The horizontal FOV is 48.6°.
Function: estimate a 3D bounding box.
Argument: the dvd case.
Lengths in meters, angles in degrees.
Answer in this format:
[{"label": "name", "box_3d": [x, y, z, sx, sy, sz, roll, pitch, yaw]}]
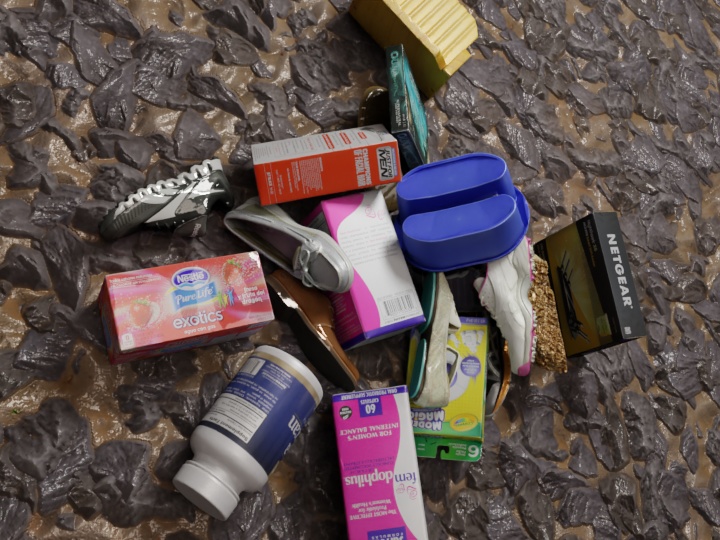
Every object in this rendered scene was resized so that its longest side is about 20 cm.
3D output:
[{"label": "dvd case", "box_3d": [0.147, -0.013, 1.191, 0.197, 0.016, 0.151, -2, 85, 3]}]

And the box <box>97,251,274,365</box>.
[{"label": "box", "box_3d": [-0.224, 0.048, 1.020, 0.198, 0.103, 0.096, -10, 78, -26]}]

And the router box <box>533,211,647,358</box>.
[{"label": "router box", "box_3d": [0.361, 0.027, 1.273, 0.052, 0.157, 0.203, -2, 74, -26]}]

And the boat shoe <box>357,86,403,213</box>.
[{"label": "boat shoe", "box_3d": [0.025, -0.182, 1.233, 0.073, 0.066, 0.203, 1, 77, -16]}]

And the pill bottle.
[{"label": "pill bottle", "box_3d": [-0.143, 0.204, 1.002, 0.111, 0.111, 0.201, 40, 62, -8]}]

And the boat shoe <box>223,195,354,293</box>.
[{"label": "boat shoe", "box_3d": [-0.097, -0.029, 1.086, 0.201, 0.075, 0.065, 37, 41, 18]}]

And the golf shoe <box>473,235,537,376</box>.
[{"label": "golf shoe", "box_3d": [0.209, 0.050, 1.145, 0.090, 0.075, 0.203, -3, 78, 11]}]

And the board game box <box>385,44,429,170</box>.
[{"label": "board game box", "box_3d": [0.076, -0.230, 1.213, 0.028, 0.200, 0.137, -7, 74, 13]}]

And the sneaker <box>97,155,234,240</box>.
[{"label": "sneaker", "box_3d": [-0.250, -0.077, 1.068, 0.199, 0.066, 0.091, -32, 86, -32]}]

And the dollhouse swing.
[{"label": "dollhouse swing", "box_3d": [0.114, -0.424, 1.305, 0.176, 0.182, 0.200, -45, 94, -9]}]

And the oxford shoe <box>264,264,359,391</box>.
[{"label": "oxford shoe", "box_3d": [-0.057, 0.076, 1.110, 0.071, 0.071, 0.201, -35, 89, -34]}]

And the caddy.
[{"label": "caddy", "box_3d": [0.140, -0.077, 1.136, 0.197, 0.105, 0.143, -12, 61, 9]}]

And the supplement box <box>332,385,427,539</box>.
[{"label": "supplement box", "box_3d": [0.023, 0.262, 1.045, 0.100, 0.103, 0.203, -7, 77, -3]}]

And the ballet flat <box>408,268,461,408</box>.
[{"label": "ballet flat", "box_3d": [0.111, 0.097, 1.130, 0.062, 0.067, 0.203, 14, 73, -11]}]

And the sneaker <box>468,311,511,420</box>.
[{"label": "sneaker", "box_3d": [0.186, 0.126, 1.212, 0.076, 0.078, 0.202, 10, 65, -7]}]

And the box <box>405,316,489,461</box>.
[{"label": "box", "box_3d": [0.123, 0.167, 1.146, 0.116, 0.048, 0.203, 1, 70, 14]}]

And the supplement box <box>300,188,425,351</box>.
[{"label": "supplement box", "box_3d": [0.000, 0.000, 1.142, 0.100, 0.103, 0.202, -13, 81, -27]}]

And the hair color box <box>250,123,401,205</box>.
[{"label": "hair color box", "box_3d": [-0.051, -0.151, 1.121, 0.197, 0.111, 0.065, -11, 113, -5]}]

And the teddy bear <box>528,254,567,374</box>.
[{"label": "teddy bear", "box_3d": [0.274, 0.066, 1.248, 0.066, 0.145, 0.203, -10, 70, 12]}]
